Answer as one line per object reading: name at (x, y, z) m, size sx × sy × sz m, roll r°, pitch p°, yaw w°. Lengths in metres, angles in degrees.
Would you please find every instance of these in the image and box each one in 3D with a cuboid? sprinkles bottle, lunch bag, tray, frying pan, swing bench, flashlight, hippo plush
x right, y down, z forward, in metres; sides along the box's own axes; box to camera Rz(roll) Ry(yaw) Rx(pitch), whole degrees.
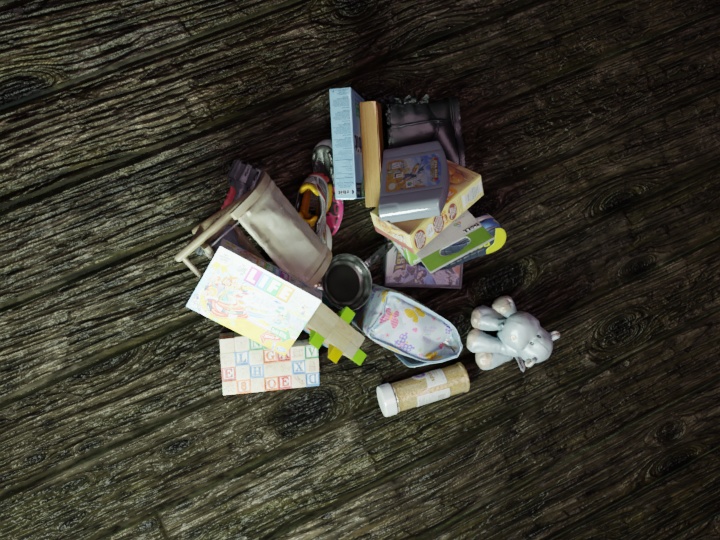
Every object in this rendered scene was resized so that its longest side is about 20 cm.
sprinkles bottle at (0.137, 0.259, 1.391) m, size 0.198 × 0.068 × 0.069 m, roll -14°, pitch 99°, yaw -11°
lunch bag at (0.099, 0.123, 1.316) m, size 0.198 × 0.169 × 0.128 m, roll 26°, pitch 89°, yaw -15°
tray at (0.027, -0.235, 1.289) m, size 0.037 × 0.099 × 0.203 m, roll -1°, pitch 101°, yaw 8°
frying pan at (-0.014, -0.008, 1.310) m, size 0.114 × 0.031 × 0.192 m, roll 33°, pitch 68°, yaw -20°
swing bench at (-0.187, -0.032, 1.163) m, size 0.199 × 0.130 × 0.199 m, roll -33°, pitch 113°, yaw 19°
flashlight at (-0.268, -0.119, 1.266) m, size 0.067 × 0.068 × 0.202 m, roll 24°, pitch 87°, yaw -39°
hippo plush at (0.331, 0.162, 1.377) m, size 0.159 × 0.161 × 0.200 m, roll -43°, pitch 103°, yaw -6°

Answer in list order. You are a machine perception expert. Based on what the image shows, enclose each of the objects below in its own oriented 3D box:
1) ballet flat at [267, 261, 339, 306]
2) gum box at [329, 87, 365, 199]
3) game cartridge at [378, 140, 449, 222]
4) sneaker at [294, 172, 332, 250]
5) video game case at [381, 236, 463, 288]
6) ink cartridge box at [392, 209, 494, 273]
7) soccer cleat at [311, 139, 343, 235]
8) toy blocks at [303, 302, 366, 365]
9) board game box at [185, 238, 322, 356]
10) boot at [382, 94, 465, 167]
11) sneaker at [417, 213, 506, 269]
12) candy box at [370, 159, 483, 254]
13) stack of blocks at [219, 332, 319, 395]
ballet flat at (-0.130, 0.016, 1.315) m, size 0.198 × 0.076 × 0.065 m, roll 22°, pitch 60°, yaw -18°
gum box at (-0.019, -0.242, 1.251) m, size 0.044 × 0.170 × 0.203 m, roll -1°, pitch 97°, yaw 9°
game cartridge at (0.105, -0.176, 1.229) m, size 0.132 × 0.201 × 0.042 m, roll -11°, pitch 134°, yaw 16°
sneaker at (-0.101, -0.086, 1.247) m, size 0.077 × 0.082 × 0.203 m, roll 5°, pitch 109°, yaw 14°
video game case at (0.139, -0.064, 1.380) m, size 0.178 × 0.025 × 0.203 m, roll 2°, pitch 95°, yaw -13°
ink cartridge box at (0.155, -0.065, 1.264) m, size 0.147 × 0.201 × 0.076 m, roll -27°, pitch 137°, yaw -7°
soccer cleat at (-0.060, -0.169, 1.304) m, size 0.069 × 0.086 × 0.202 m, roll 8°, pitch 118°, yaw 13°
toy blocks at (-0.087, 0.102, 1.277) m, size 0.200 × 0.136 × 0.100 m, roll 42°, pitch 75°, yaw -29°
board game box at (-0.185, 0.050, 1.117) m, size 0.199 × 0.034 × 0.135 m, roll 29°, pitch 111°, yaw -15°
boot at (0.131, -0.269, 1.333) m, size 0.160 × 0.073 × 0.201 m, roll -8°, pitch 95°, yaw -11°
sneaker at (0.203, -0.063, 1.349) m, size 0.198 × 0.083 × 0.074 m, roll -16°, pitch 135°, yaw 4°
candy box at (0.130, -0.130, 1.240) m, size 0.199 × 0.115 × 0.056 m, roll -39°, pitch 137°, yaw -19°
stack of blocks at (-0.187, 0.183, 1.314) m, size 0.197 × 0.059 × 0.117 m, roll -3°, pitch 97°, yaw -12°
